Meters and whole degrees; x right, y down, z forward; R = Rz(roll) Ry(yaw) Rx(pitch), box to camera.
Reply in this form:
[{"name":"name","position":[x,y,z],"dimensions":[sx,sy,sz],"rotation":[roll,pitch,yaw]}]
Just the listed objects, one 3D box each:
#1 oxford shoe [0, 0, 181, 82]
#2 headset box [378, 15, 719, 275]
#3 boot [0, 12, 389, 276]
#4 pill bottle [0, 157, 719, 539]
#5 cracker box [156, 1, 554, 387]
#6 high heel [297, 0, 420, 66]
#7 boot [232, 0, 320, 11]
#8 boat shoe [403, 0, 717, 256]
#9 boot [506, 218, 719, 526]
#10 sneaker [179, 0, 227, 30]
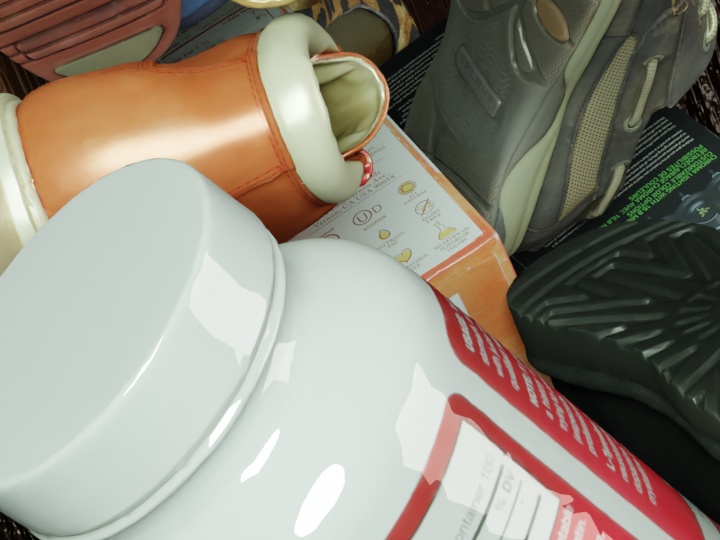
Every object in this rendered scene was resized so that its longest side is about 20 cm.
[{"name":"oxford shoe","position":[-0.100,-0.137,0.694],"dimensions":[0.075,0.070,0.201],"rotation":[-103,170,-52]},{"name":"headset box","position":[0.101,0.013,1.045],"dimensions":[0.200,0.093,0.175],"rotation":[42,-16,43]},{"name":"boot","position":[-0.037,-0.024,0.736],"dimensions":[0.200,0.107,0.075],"rotation":[0,68,-84]},{"name":"pill bottle","position":[0.004,0.065,0.626],"dimensions":[0.200,0.112,0.113],"rotation":[40,24,-30]},{"name":"cracker box","position":[0.000,0.000,0.889],"dimensions":[0.200,0.058,0.134],"rotation":[51,-9,50]},{"name":"high heel","position":[-0.018,-0.076,1.071],"dimensions":[0.200,0.071,0.143],"rotation":[42,19,-40]},{"name":"boot","position":[-0.029,-0.158,0.741],"dimensions":[0.176,0.066,0.200],"rotation":[64,12,-1]},{"name":"boat shoe","position":[0.072,-0.084,0.865],"dimensions":[0.075,0.073,0.200],"rotation":[60,-33,29]},{"name":"boot","position":[0.127,0.078,0.737],"dimensions":[0.211,0.079,0.159],"rotation":[30,-38,65]},{"name":"sneaker","position":[-0.096,-0.162,0.790],"dimensions":[0.201,0.074,0.082],"rotation":[65,9,6]}]
